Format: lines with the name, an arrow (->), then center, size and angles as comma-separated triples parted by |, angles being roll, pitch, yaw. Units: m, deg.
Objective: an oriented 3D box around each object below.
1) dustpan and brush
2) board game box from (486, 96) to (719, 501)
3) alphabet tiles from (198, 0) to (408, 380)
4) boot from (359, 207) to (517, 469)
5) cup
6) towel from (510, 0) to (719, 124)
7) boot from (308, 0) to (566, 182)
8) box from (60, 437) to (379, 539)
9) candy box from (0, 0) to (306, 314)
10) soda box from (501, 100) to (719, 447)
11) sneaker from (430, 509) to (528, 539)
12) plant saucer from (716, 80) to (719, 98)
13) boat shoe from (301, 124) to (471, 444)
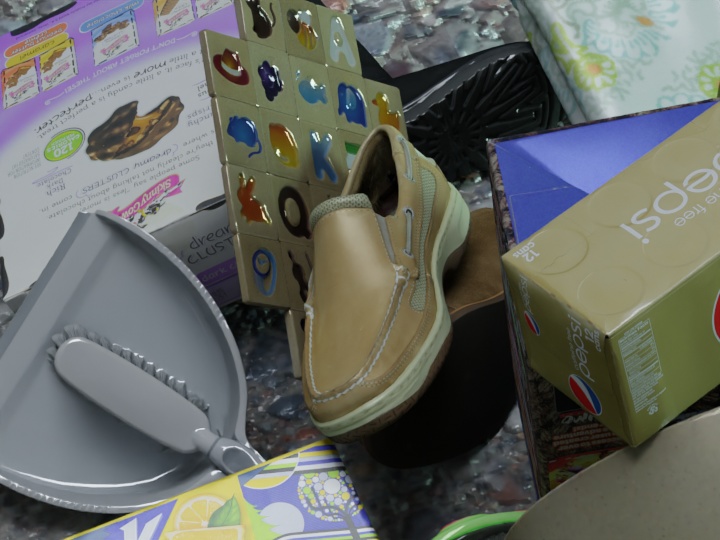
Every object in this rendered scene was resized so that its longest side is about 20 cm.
dustpan and brush -> -0.084, 0.075, 1.308 | 0.200, 0.057, 0.140 | 32, 86, 0
board game box -> 0.147, 0.028, 1.209 | 0.159, 0.200, 0.097 | -10, 51, 0
alphabet tiles -> -0.018, -0.040, 1.334 | 0.006, 0.166, 0.201 | -18, 74, 32
boot -> 0.045, 0.030, 1.340 | 0.075, 0.074, 0.200 | 17, 38, 30
cup -> 0.175, 0.145, 1.110 | 0.200, 0.200, 0.144 | -17, 69, -8
towel -> 0.186, -0.118, 1.437 | 0.171, 0.048, 0.200 | -21, 68, -13
boot -> 0.001, -0.116, 1.524 | 0.164, 0.066, 0.200 | -26, 39, -20
box -> -0.091, 0.149, 1.221 | 0.199, 0.064, 0.070 | -21, 63, -11
candy box -> -0.106, -0.066, 1.431 | 0.167, 0.072, 0.200 | -23, 45, 11
soda box -> 0.154, -0.022, 1.073 | 0.200, 0.064, 0.068 | -34, 44, -19
sneaker -> 0.026, 0.179, 1.183 | 0.200, 0.077, 0.084 | -38, 65, -24
plant saucer -> 0.233, -0.022, 1.263 | 0.031, 0.200, 0.200 | -43, 49, -18
boat shoe -> 0.000, 0.000, 1.270 | 0.071, 0.076, 0.200 | -22, 26, 19
